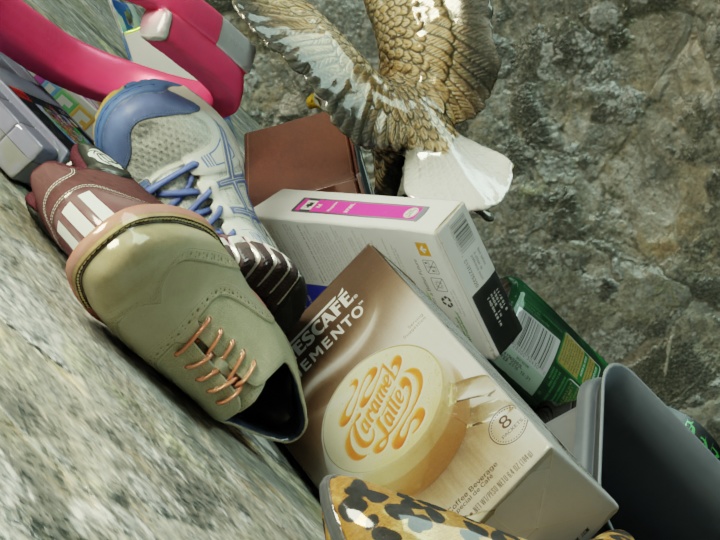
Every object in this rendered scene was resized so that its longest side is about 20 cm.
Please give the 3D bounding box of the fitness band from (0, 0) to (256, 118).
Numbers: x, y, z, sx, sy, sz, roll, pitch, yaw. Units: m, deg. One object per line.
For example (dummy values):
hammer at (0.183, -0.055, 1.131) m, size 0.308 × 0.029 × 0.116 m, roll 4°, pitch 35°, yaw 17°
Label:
fitness band at (-0.145, -0.133, 1.413) m, size 0.143 × 0.038 × 0.200 m, roll 5°, pitch -15°, yaw 25°

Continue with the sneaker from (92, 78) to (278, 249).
sneaker at (-0.084, -0.023, 1.426) m, size 0.200 × 0.075 × 0.088 m, roll 58°, pitch 1°, yaw -38°

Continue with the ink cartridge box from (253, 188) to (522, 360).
ink cartridge box at (0.000, 0.000, 1.484) m, size 0.199 × 0.037 × 0.095 m, roll 4°, pitch -49°, yaw 44°

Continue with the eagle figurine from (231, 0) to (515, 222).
eagle figurine at (0.011, -0.120, 1.491) m, size 0.152 × 0.150 × 0.201 m, roll -59°, pitch 137°, yaw -64°

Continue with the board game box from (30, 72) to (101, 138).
board game box at (-0.222, -0.137, 1.627) m, size 0.200 × 0.034 × 0.135 m, roll 43°, pitch 5°, yaw -37°

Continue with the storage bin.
storage bin at (0.140, 0.176, 1.407) m, size 0.200 × 0.134 × 0.146 m, roll 43°, pitch 37°, yaw -31°

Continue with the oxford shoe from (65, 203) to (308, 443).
oxford shoe at (-0.074, 0.028, 1.205) m, size 0.074 × 0.071 × 0.200 m, roll 50°, pitch 6°, yaw 30°

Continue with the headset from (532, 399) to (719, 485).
headset at (0.126, 0.125, 1.506) m, size 0.124 × 0.199 × 0.094 m, roll 54°, pitch 32°, yaw -34°

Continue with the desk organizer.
desk organizer at (-0.032, -0.048, 1.647) m, size 0.200 × 0.077 × 0.072 m, roll -99°, pitch 173°, yaw -73°

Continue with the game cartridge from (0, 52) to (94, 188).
game cartridge at (-0.202, -0.095, 1.421) m, size 0.130 × 0.038 × 0.200 m, roll 42°, pitch 3°, yaw 7°

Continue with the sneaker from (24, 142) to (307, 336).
sneaker at (-0.108, -0.018, 1.308) m, size 0.115 × 0.076 × 0.200 m, roll 44°, pitch 3°, yaw 28°

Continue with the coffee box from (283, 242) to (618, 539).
coffee box at (0.032, 0.094, 1.335) m, size 0.080 × 0.114 × 0.200 m, roll 41°, pitch 5°, yaw -44°

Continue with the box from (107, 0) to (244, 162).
box at (-0.111, -0.090, 1.651) m, size 0.122 × 0.047 × 0.201 m, roll -67°, pitch 139°, yaw -86°

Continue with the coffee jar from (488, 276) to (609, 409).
coffee jar at (0.130, 0.095, 1.584) m, size 0.200 × 0.086 × 0.104 m, roll 40°, pitch -32°, yaw -21°

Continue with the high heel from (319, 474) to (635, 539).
high heel at (0.064, 0.129, 1.214) m, size 0.143 × 0.071 × 0.200 m, roll 50°, pitch 32°, yaw 5°
